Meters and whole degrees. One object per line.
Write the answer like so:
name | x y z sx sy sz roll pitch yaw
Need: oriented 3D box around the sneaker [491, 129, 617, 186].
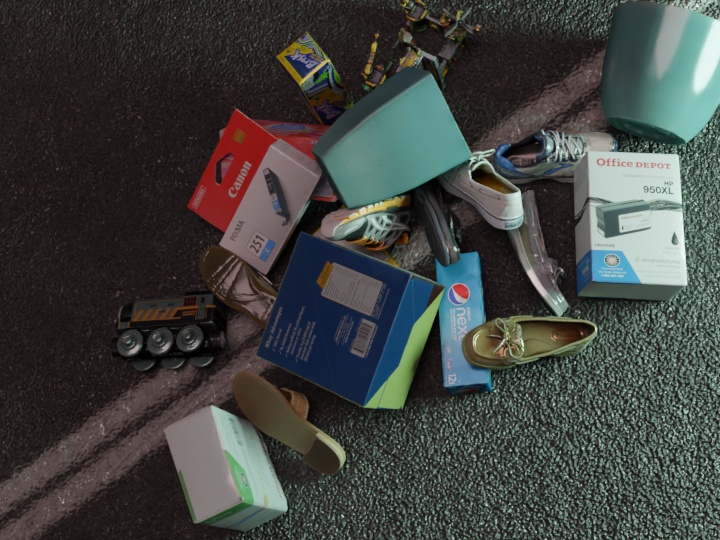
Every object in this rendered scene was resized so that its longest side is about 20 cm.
sneaker | 0.296 -0.177 1.679 0.196 0.085 0.078 -11 71 10

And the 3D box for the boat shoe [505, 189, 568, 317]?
boat shoe | 0.269 -0.027 1.648 0.064 0.074 0.204 -25 62 10

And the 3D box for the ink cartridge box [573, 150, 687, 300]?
ink cartridge box | 0.393 -0.067 1.605 0.142 0.084 0.204 2 73 -3

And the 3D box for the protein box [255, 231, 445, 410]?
protein box | -0.014 0.076 1.621 0.198 0.134 0.202 21 92 28

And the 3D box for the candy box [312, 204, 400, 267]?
candy box | 0.000 0.000 1.732 0.102 0.026 0.200 -41 69 -3

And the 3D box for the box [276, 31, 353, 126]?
box | -0.066 -0.292 1.744 0.064 0.200 0.070 -38 69 -1

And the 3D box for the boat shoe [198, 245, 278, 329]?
boat shoe | -0.174 0.038 1.743 0.200 0.066 0.072 37 89 17

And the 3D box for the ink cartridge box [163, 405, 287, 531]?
ink cartridge box | -0.193 0.294 1.601 0.086 0.200 0.147 -26 70 8

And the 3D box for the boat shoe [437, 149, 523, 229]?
boat shoe | 0.179 -0.146 1.655 0.073 0.087 0.202 -15 37 -20

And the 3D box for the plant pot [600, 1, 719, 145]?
plant pot | 0.447 -0.282 1.621 0.198 0.200 0.164 19 91 19

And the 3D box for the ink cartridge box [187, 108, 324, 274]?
ink cartridge box | -0.173 -0.122 1.725 0.175 0.045 0.201 33 118 2

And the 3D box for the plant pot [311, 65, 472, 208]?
plant pot | 0.035 -0.190 1.641 0.198 0.141 0.143 -31 108 -3

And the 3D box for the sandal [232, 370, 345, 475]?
sandal | -0.102 0.223 1.678 0.211 0.070 0.078 40 121 4

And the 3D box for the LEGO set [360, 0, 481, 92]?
LEGO set | 0.088 -0.361 1.770 0.153 0.116 0.201 38 85 21

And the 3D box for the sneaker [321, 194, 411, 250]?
sneaker | 0.017 -0.065 1.668 0.077 0.198 0.079 -4 99 42

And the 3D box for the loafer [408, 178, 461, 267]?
loafer | 0.125 -0.084 1.673 0.062 0.073 0.201 -12 39 -8

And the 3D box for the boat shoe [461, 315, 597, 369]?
boat shoe | 0.244 0.096 1.585 0.196 0.063 0.075 -9 76 -14

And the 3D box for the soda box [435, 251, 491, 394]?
soda box | 0.155 0.080 1.648 0.067 0.064 0.204 -6 72 12

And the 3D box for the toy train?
toy train | -0.305 0.094 1.758 0.196 0.086 0.116 -5 60 15

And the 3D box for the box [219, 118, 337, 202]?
box | -0.119 -0.179 1.762 0.196 0.095 0.105 6 111 16
